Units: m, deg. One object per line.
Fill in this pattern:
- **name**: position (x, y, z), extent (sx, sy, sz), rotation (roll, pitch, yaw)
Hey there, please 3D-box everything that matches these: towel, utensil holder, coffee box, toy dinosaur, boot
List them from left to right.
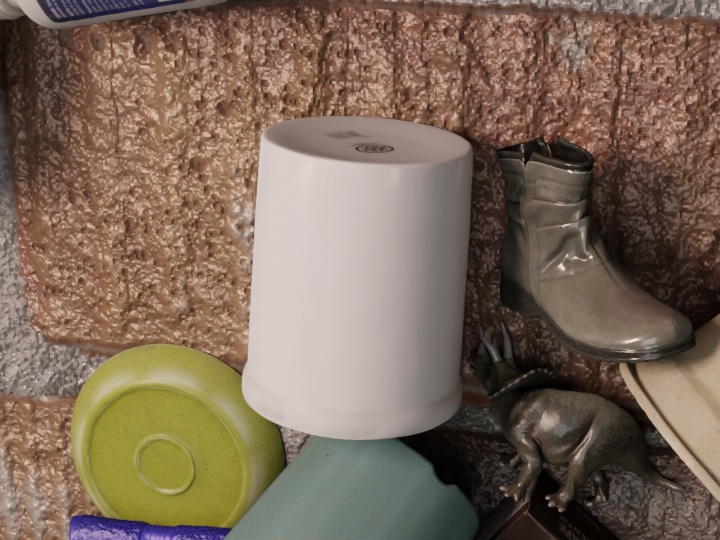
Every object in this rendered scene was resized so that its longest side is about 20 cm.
- **towel**: position (-0.153, 0.283, 1.253), extent (0.198, 0.050, 0.149), rotation (2, 126, 12)
- **utensil holder**: position (0.000, 0.000, 1.073), extent (0.168, 0.170, 0.202), rotation (8, 109, 12)
- **coffee box**: position (0.116, 0.275, 1.182), extent (0.113, 0.080, 0.200), rotation (41, 113, -1)
- **toy dinosaur**: position (0.164, 0.131, 1.121), extent (0.199, 0.077, 0.103), rotation (23, 113, 6)
- **boot**: position (0.156, -0.019, 1.027), extent (0.067, 0.200, 0.132), rotation (-16, 114, -27)

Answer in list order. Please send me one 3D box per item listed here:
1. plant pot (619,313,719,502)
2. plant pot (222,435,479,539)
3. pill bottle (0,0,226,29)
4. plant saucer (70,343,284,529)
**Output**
- **plant pot**: position (0.318, 0.081, 1.017), extent (0.183, 0.200, 0.201), rotation (-43, 94, 12)
- **plant pot**: position (-0.020, 0.232, 1.118), extent (0.200, 0.200, 0.197), rotation (37, 71, 0)
- **pill bottle**: position (-0.197, -0.241, 1.073), extent (0.198, 0.111, 0.112), rotation (-6, 107, 16)
- **plant saucer**: position (-0.164, 0.162, 1.245), extent (0.198, 0.031, 0.202), rotation (5, 109, 13)
